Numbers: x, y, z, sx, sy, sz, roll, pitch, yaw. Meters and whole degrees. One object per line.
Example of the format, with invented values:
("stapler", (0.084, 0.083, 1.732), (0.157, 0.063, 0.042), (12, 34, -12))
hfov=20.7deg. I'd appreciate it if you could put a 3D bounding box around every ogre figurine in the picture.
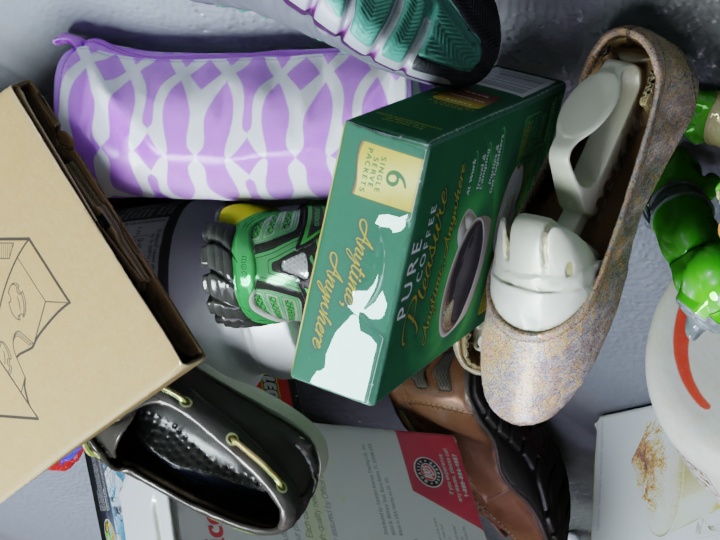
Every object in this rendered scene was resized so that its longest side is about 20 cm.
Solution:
("ogre figurine", (0.213, -0.041, 0.945), (0.199, 0.121, 0.098), (-14, 142, 28))

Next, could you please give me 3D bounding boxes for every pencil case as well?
("pencil case", (-0.054, -0.077, 0.983), (0.198, 0.084, 0.086), (-1, 108, 9))

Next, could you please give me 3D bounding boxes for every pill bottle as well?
("pill bottle", (-0.118, 0.021, 1.112), (0.199, 0.117, 0.117), (-6, 145, 21))

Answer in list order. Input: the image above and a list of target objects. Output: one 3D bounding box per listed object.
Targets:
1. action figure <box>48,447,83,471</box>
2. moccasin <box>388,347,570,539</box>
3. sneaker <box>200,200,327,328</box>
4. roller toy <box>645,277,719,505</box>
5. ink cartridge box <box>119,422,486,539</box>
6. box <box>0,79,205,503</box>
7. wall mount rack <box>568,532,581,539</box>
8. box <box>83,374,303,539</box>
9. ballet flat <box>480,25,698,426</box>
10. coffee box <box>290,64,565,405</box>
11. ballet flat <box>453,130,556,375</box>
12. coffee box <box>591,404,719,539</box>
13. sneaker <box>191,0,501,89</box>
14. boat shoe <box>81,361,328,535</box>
("action figure", (-0.195, 0.086, 1.290), (0.065, 0.052, 0.200), (21, 145, -13))
("moccasin", (0.079, 0.127, 1.272), (0.077, 0.074, 0.201), (-12, 142, 27))
("sneaker", (0.000, 0.000, 1.021), (0.085, 0.079, 0.200), (1, -174, 26))
("roller toy", (0.247, 0.057, 1.025), (0.181, 0.201, 0.140), (-6, 145, 30))
("ink cartridge box", (-0.031, 0.167, 1.143), (0.199, 0.146, 0.084), (8, 134, -24))
("box", (-0.186, 0.022, 1.008), (0.200, 0.021, 0.164), (-34, 88, 36))
("wall mount rack", (0.148, 0.267, 1.484), (0.199, 0.075, 0.174), (27, 139, -28))
("box", (-0.089, 0.165, 1.217), (0.136, 0.202, 0.040), (-10, 177, -24))
("ballet flat", (0.097, -0.028, 0.928), (0.068, 0.201, 0.067), (14, 165, 31))
("coffee box", (0.036, -0.024, 0.914), (0.044, 0.200, 0.124), (19, 110, 18))
("ballet flat", (0.099, -0.004, 1.078), (0.067, 0.063, 0.200), (12, 147, -9))
("coffee box", (0.272, 0.205, 1.238), (0.197, 0.201, 0.200), (-15, 142, 32))
("sneaker", (-0.031, -0.141, 0.905), (0.199, 0.075, 0.087), (29, 158, -17))
("boat shoe", (-0.115, 0.074, 1.037), (0.200, 0.061, 0.072), (25, 122, 2))
